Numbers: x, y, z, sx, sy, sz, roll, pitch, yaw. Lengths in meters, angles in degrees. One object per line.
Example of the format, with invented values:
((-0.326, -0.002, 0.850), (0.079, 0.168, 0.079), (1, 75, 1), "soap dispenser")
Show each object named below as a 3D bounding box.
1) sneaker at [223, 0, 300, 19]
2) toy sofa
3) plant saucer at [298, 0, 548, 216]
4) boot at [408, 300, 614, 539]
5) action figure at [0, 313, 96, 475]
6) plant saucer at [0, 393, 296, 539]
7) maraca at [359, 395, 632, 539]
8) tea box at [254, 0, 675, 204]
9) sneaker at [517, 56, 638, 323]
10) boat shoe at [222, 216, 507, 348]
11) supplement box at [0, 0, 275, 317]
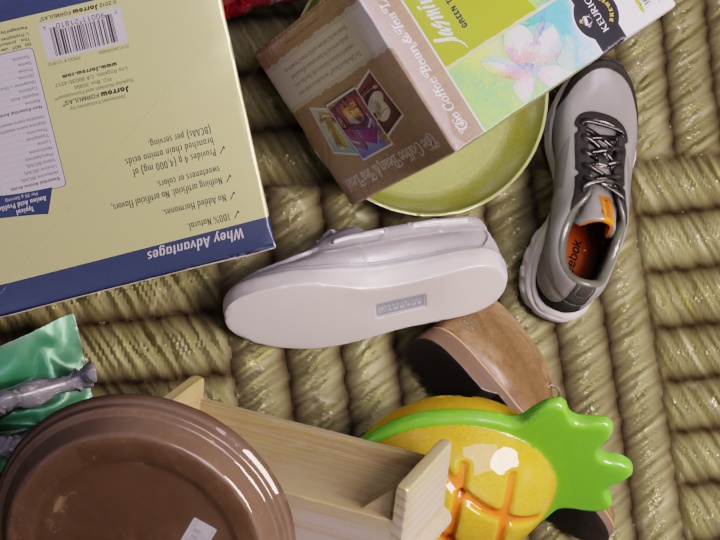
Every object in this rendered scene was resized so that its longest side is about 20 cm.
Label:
((-0.097, -0.185, 1.519), (0.115, 0.078, 0.200), (18, 77, -15), "sneaker")
((-0.046, 0.146, 1.428), (0.200, 0.083, 0.098), (13, 113, 19), "toy sofa")
((0.039, -0.135, 1.584), (0.200, 0.031, 0.200), (3, 80, -20), "plant saucer")
((0.126, 0.105, 1.559), (0.075, 0.074, 0.200), (-42, 96, -34), "boot")
((-0.266, 0.110, 1.425), (0.200, 0.055, 0.118), (-15, 89, -17), "action figure")
((-0.141, 0.174, 1.391), (0.200, 0.029, 0.200), (3, 112, 8), "plant saucer")
((0.082, 0.138, 1.485), (0.137, 0.200, 0.107), (59, 25, -42), "maraca")
((0.065, -0.161, 1.474), (0.197, 0.200, 0.134), (-35, 95, -22), "tea box")
((0.172, -0.062, 1.594), (0.074, 0.079, 0.200), (15, 75, -15), "sneaker")
((0.000, 0.000, 1.529), (0.200, 0.072, 0.069), (-13, 48, -3), "boat shoe")
((-0.178, -0.099, 1.393), (0.200, 0.134, 0.200), (-14, 108, -9), "supplement box")
